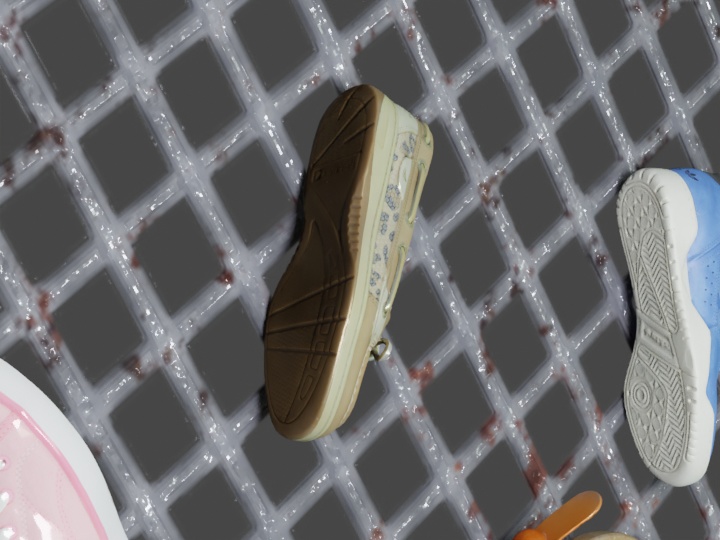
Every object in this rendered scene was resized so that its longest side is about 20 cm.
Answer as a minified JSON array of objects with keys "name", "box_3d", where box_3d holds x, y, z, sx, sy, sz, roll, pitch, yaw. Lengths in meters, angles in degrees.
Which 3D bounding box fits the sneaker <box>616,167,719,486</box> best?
[{"name":"sneaker","box_3d":[0.227,0.034,1.362,0.110,0.077,0.202,-3,84,-33]}]

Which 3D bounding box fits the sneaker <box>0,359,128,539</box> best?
[{"name":"sneaker","box_3d":[-0.168,0.137,0.995,0.105,0.075,0.201,-47,123,-39]}]

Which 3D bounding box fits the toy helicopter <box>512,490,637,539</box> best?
[{"name":"toy helicopter","box_3d":[0.100,0.215,1.245,0.199,0.079,0.133,-26,109,-32]}]

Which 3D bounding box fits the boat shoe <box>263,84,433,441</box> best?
[{"name":"boat shoe","box_3d":[0.000,0.000,1.156,0.062,0.073,0.202,25,72,-37]}]
